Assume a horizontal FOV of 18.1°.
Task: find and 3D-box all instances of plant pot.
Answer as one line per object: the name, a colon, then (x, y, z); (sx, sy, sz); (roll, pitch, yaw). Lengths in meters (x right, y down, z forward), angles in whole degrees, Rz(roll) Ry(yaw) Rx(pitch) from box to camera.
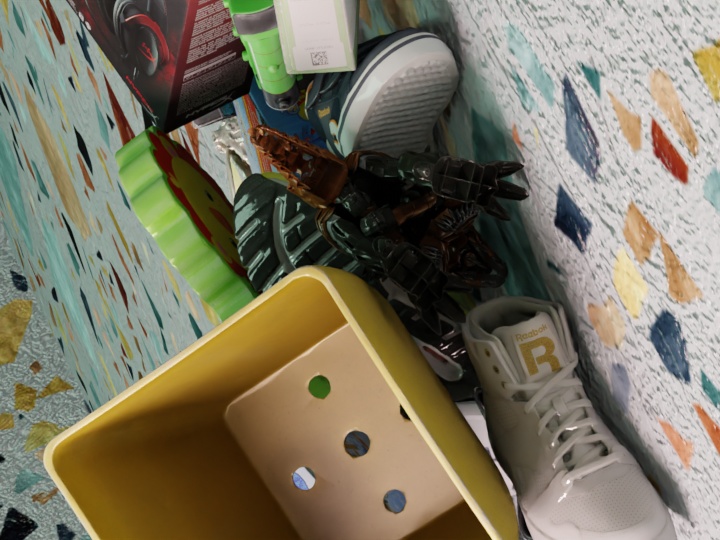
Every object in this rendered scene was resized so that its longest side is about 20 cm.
plant pot: (-0.025, 0.119, 1.304); (0.200, 0.200, 0.176); (56, -163, 2)

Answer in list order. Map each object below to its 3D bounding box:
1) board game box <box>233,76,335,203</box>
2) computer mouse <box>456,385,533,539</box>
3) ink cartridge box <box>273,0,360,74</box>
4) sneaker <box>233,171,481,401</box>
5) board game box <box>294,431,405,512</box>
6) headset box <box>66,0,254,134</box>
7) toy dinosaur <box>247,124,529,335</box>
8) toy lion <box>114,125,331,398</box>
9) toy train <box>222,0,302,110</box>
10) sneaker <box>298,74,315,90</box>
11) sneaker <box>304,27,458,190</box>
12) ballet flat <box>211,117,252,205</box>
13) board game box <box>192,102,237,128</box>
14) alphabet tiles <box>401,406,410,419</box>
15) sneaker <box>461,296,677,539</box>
board game box: (-0.024, -0.050, 1.591); (0.200, 0.056, 0.196); (78, 165, -57)
computer mouse: (0.080, 0.124, 1.519); (0.110, 0.044, 0.200); (68, 167, -3)
ink cartridge box: (-0.033, -0.233, 1.285); (0.146, 0.048, 0.200); (-86, -9, -47)
sneaker: (0.000, 0.000, 1.433); (0.200, 0.078, 0.090); (40, -151, -20)
board game box: (-0.004, 0.144, 1.553); (0.200, 0.041, 0.199); (46, -163, 31)
headset box: (-0.126, -0.206, 1.440); (0.149, 0.075, 0.200); (54, 156, 16)
toy dinosaur: (0.014, -0.028, 1.317); (0.136, 0.199, 0.103); (22, 105, 53)
toy lion: (-0.081, 0.001, 1.466); (0.200, 0.069, 0.192); (59, -169, 30)
toy train: (-0.062, -0.160, 1.331); (0.200, 0.042, 0.057); (72, -175, -61)
sneaker: (-0.063, -0.206, 1.539); (0.093, 0.070, 0.200); (90, 156, -74)
sneaker: (0.007, -0.107, 1.378); (0.080, 0.078, 0.200); (58, 166, 16)
ballet flat: (-0.061, -0.039, 1.780); (0.072, 0.072, 0.200); (106, 140, -69)
board game box: (-0.121, -0.210, 1.676); (0.135, 0.028, 0.201); (-27, -82, -67)
alphabet tiles: (-0.021, 0.057, 1.699); (0.166, 0.006, 0.200); (36, -173, -34)
sneaker: (0.109, 0.086, 1.286); (0.200, 0.073, 0.116); (-133, 22, -60)
